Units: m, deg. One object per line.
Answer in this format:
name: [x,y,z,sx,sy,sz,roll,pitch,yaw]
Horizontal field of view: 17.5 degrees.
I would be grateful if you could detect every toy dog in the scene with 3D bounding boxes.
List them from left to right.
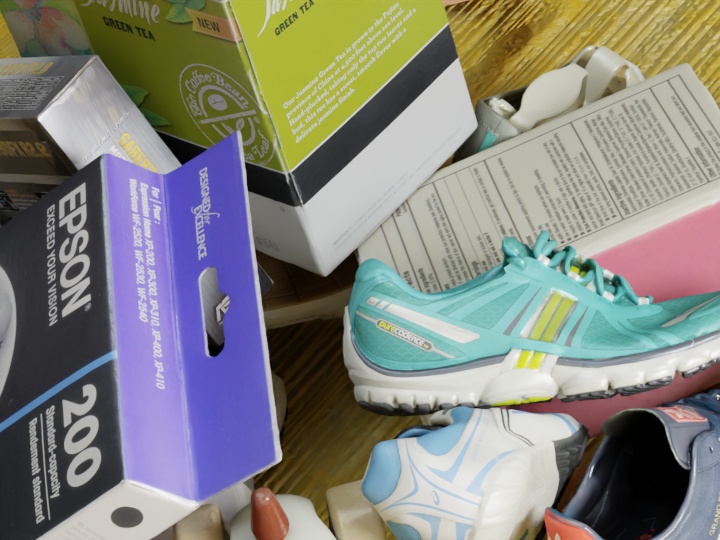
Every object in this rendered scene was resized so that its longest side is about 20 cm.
toy dog: [-0.020,0.167,0.970,0.131,0.096,0.201,-32,66,-7]

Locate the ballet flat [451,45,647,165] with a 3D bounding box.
ballet flat: [0.122,-0.090,1.290,0.067,0.064,0.200,34,36,20]

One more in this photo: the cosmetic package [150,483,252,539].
cosmetic package: [-0.127,0.182,1.082,0.199,0.071,0.102,-21,66,6]

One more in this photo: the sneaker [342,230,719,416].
sneaker: [0.090,0.021,1.069,0.198,0.080,0.078,-4,-3,-2]

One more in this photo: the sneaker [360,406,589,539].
sneaker: [0.054,0.089,1.046,0.072,0.200,0.072,26,95,15]

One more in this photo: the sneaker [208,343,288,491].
sneaker: [-0.086,0.103,1.193,0.073,0.080,0.201,-14,40,15]

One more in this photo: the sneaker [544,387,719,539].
sneaker: [0.157,0.080,1.061,0.075,0.085,0.200,14,49,45]

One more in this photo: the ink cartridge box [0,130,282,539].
ink cartridge box: [-0.130,0.047,1.056,0.199,0.043,0.199,-33,44,23]

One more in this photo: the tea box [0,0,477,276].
tea box: [-0.072,-0.133,1.188,0.199,0.198,0.134,20,52,40]

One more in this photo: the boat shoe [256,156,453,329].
boat shoe: [0.000,0.000,1.290,0.199,0.070,0.071,-17,52,-5]

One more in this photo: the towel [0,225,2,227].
towel: [-0.194,0.035,1.278,0.199,0.150,0.031,24,37,39]

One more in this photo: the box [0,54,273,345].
box: [-0.156,-0.038,1.230,0.048,0.159,0.199,-49,28,-24]

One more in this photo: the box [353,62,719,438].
box: [0.109,0.003,1.179,0.199,0.109,0.128,-24,33,3]

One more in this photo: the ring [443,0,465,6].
ring: [0.008,-0.176,1.503,0.199,0.019,0.200,-10,9,2]
